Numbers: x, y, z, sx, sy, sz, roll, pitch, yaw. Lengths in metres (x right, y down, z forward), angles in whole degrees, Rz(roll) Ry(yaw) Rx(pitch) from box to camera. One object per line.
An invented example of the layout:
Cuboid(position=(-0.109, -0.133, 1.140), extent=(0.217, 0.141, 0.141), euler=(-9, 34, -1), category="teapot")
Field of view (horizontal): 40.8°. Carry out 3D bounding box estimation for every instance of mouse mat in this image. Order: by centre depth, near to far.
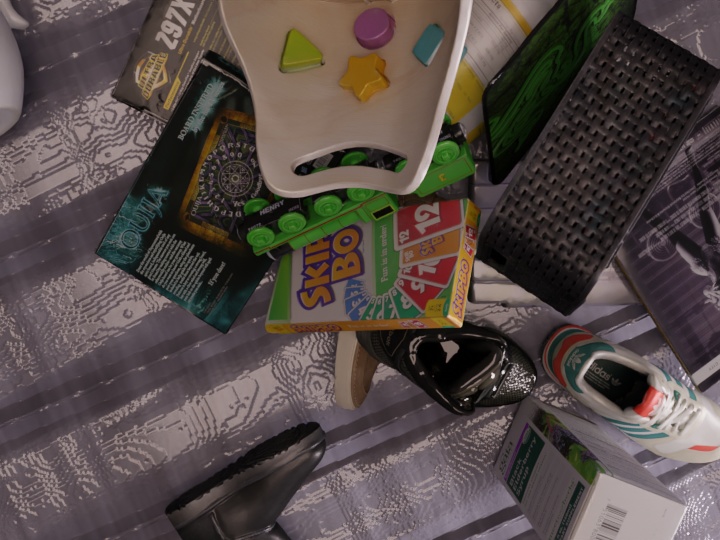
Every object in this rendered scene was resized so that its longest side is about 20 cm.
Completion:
Cuboid(position=(0.163, -0.171, 0.763), extent=(0.008, 0.161, 0.200), euler=(38, 81, 21), category="mouse mat")

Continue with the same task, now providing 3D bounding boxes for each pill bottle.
Cuboid(position=(0.092, -0.180, 0.787), extent=(0.199, 0.112, 0.112), euler=(-40, 99, 2), category="pill bottle")

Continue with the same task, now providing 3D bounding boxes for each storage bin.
Cuboid(position=(0.181, -0.077, 0.753), extent=(0.093, 0.135, 0.202), euler=(31, 85, 9), category="storage bin")

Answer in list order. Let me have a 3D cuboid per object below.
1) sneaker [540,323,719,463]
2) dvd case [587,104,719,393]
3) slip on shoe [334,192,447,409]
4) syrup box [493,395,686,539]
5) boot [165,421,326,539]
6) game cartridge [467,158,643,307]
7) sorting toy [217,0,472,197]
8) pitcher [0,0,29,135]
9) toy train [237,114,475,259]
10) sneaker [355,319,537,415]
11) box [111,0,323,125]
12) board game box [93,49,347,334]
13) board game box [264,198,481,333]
Cuboid(position=(0.253, 0.121, 0.851), extent=(0.198, 0.093, 0.071), euler=(32, 95, -8), category="sneaker")
Cuboid(position=(0.303, -0.017, 0.844), extent=(0.148, 0.016, 0.201), euler=(-35, 99, -1), category="dvd case")
Cuboid(position=(0.025, 0.024, 0.831), extent=(0.060, 0.076, 0.204), euler=(14, 90, 9), category="slip on shoe")
Cuboid(position=(0.180, 0.177, 0.799), extent=(0.080, 0.200, 0.080), euler=(22, 96, -10), category="syrup box")
Cuboid(position=(-0.056, 0.256, 0.861), extent=(0.163, 0.066, 0.202), euler=(-30, 96, 9), category="boot")
Cuboid(position=(0.192, -0.033, 0.856), extent=(0.196, 0.038, 0.132), euler=(-1, 102, -4), category="game cartridge")
Cuboid(position=(-0.004, -0.142, 0.696), extent=(0.197, 0.107, 0.183), euler=(1, 77, 22), category="sorting toy")
Cuboid(position=(-0.323, -0.209, 0.760), extent=(0.170, 0.121, 0.203), euler=(-26, 88, -15), category="pitcher")
Cuboid(position=(-0.003, -0.060, 0.749), extent=(0.197, 0.042, 0.056), euler=(-24, 143, 16), category="toy train")
Cuboid(position=(0.095, 0.084, 0.798), extent=(0.198, 0.114, 0.077), euler=(29, 93, -39), category="sneaker")
Cuboid(position=(-0.092, -0.198, 0.803), extent=(0.158, 0.049, 0.202), euler=(25, 97, -5), category="box")
Cuboid(position=(-0.117, -0.059, 0.797), extent=(0.134, 0.028, 0.201), euler=(32, 114, -10), category="board game box")
Cuboid(position=(0.000, 0.000, 0.772), extent=(0.030, 0.198, 0.097), euler=(33, 61, -43), category="board game box")
